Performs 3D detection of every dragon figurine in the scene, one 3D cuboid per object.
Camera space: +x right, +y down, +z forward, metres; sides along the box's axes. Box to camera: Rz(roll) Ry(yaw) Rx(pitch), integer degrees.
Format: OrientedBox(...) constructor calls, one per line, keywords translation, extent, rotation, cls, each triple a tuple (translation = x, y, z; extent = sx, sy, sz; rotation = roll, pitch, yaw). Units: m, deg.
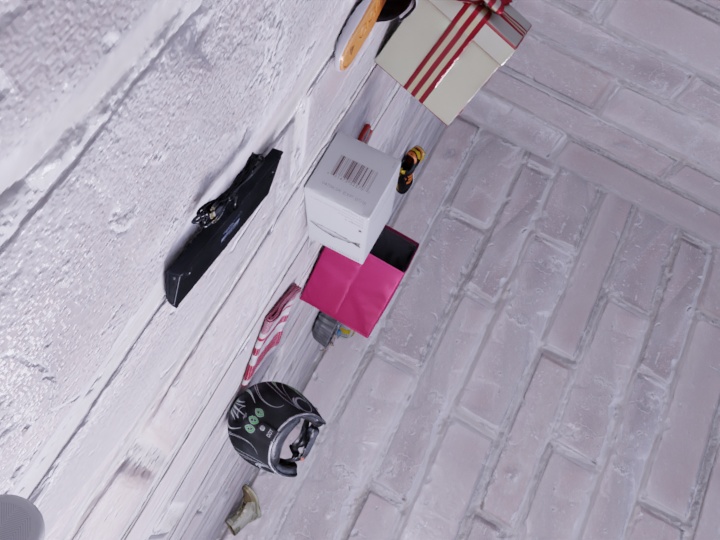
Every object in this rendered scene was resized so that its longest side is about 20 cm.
OrientedBox(translation=(-0.127, 0.299, 2.997), extent=(0.201, 0.059, 0.100), rotation=(-66, 174, 33), cls="dragon figurine")

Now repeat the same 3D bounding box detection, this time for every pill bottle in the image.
OrientedBox(translation=(-0.056, 0.238, 3.133), extent=(0.113, 0.112, 0.200), rotation=(-59, 175, -41), cls="pill bottle")

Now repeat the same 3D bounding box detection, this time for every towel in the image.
OrientedBox(translation=(-0.185, 0.135, 1.318), extent=(0.201, 0.023, 0.144), rotation=(-65, 175, 35), cls="towel")

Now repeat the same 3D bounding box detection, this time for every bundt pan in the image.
OrientedBox(translation=(-0.104, 0.162, 2.197), extent=(0.203, 0.075, 0.202), rotation=(-61, 176, -7), cls="bundt pan")

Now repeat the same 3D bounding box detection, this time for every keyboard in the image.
OrientedBox(translation=(-0.134, -0.059, 0.644), extent=(0.200, 0.021, 0.127), rotation=(-61, -178, -38), cls="keyboard")

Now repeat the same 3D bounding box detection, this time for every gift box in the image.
OrientedBox(translation=(0.141, -0.373, 0.996), extent=(0.187, 0.200, 0.185), rotation=(-45, -169, 37), cls="gift box")

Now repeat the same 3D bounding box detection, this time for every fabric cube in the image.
OrientedBox(translation=(0.000, 0.000, 1.546), extent=(0.200, 0.199, 0.196), rotation=(-62, 178, 28), cls="fabric cube")

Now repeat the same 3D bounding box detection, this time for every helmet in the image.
OrientedBox(translation=(-0.190, 0.333, 1.377), extent=(0.199, 0.190, 0.201), rotation=(-20, 120, -39), cls="helmet")

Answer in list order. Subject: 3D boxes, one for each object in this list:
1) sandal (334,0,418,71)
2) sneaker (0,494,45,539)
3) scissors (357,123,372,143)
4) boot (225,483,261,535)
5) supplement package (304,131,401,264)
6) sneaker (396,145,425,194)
OrientedBox(translation=(0.037, -0.323, 0.778), extent=(0.208, 0.059, 0.079), rotation=(-62, 177, -4), cls="sandal")
OrientedBox(translation=(-0.282, 0.233, 0.385), extent=(0.200, 0.073, 0.112), rotation=(-48, 171, -42), cls="sneaker")
OrientedBox(translation=(-0.026, -0.192, 1.210), extent=(0.201, 0.014, 0.073), rotation=(-62, 176, -12), cls="scissors")
OrientedBox(translation=(-0.518, 1.042, 2.774), extent=(0.154, 0.072, 0.201), rotation=(-30, 125, -34), cls="boot")
OrientedBox(translation=(-0.015, -0.114, 1.067), extent=(0.118, 0.116, 0.200), rotation=(-62, 173, -18), cls="supplement package")
OrientedBox(translation=(0.159, -0.353, 2.290), extent=(0.090, 0.070, 0.201), rotation=(-36, 157, -47), cls="sneaker")
